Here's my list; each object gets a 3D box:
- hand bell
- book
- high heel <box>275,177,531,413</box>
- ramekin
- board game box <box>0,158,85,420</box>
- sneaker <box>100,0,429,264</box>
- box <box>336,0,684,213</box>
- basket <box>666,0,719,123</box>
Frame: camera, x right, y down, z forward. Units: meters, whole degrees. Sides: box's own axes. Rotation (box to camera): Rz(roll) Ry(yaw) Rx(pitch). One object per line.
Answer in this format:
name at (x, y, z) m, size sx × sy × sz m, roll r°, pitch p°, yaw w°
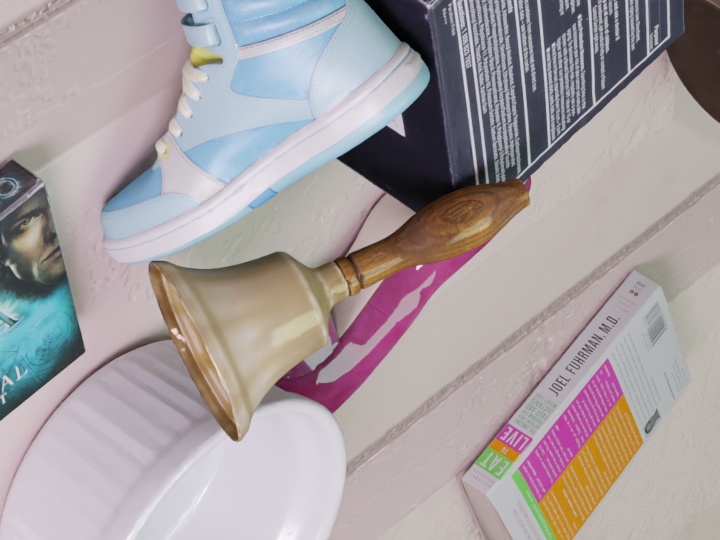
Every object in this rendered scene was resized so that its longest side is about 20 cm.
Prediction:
hand bell at (0.000, 0.000, 1.443) m, size 0.199 × 0.104 × 0.104 m, roll -26°, pitch 143°, yaw -11°
book at (0.158, 0.113, 1.971) m, size 0.200 × 0.048 × 0.134 m, roll -48°, pitch 147°, yaw -16°
high heel at (0.027, 0.014, 1.647) m, size 0.200 × 0.067 × 0.096 m, roll -37°, pitch 136°, yaw -22°
ramekin at (-0.109, 0.136, 1.543) m, size 0.200 × 0.098 × 0.201 m, roll -37°, pitch 146°, yaw -31°
board game box at (-0.226, 0.051, 1.358) m, size 0.200 × 0.028 × 0.136 m, roll -41°, pitch 148°, yaw -25°
sneaker at (-0.077, -0.097, 1.400) m, size 0.200 × 0.131 × 0.080 m, roll -31°, pitch -167°, yaw 19°
box at (0.070, -0.161, 1.492) m, size 0.198 × 0.123 × 0.200 m, roll -42°, pitch 149°, yaw -22°
basket at (0.307, -0.187, 1.807) m, size 0.200 × 0.136 × 0.180 m, roll -37°, pitch -176°, yaw -21°
